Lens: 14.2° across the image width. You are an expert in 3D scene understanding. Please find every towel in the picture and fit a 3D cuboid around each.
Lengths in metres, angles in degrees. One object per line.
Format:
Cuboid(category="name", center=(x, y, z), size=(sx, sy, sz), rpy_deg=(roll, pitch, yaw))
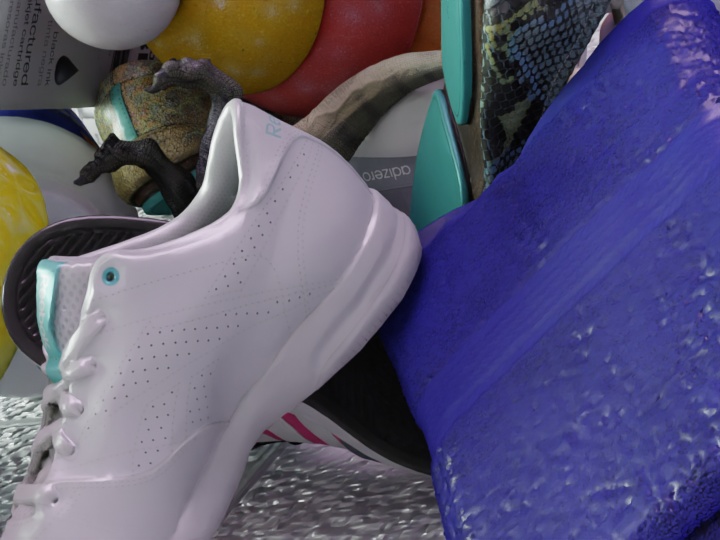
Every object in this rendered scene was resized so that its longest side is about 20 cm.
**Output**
Cuboid(category="towel", center=(0.079, 0.021, 0.832), size=(0.148, 0.050, 0.200), rpy_deg=(-46, 30, 19))

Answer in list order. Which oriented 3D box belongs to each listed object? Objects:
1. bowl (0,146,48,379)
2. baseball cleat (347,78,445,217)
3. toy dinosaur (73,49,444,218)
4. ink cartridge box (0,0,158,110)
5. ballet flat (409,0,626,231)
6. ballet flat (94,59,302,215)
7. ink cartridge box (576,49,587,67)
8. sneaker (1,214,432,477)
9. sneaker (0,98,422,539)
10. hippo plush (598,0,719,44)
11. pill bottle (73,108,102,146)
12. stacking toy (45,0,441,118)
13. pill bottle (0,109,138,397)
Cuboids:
Cuboid(category="bowl", center=(-0.220, 0.005, 1.025), size=(0.200, 0.108, 0.200), rpy_deg=(-26, 39, 24))
Cuboid(category="baseball cleat", center=(0.000, 0.000, 1.099), size=(0.070, 0.107, 0.200), rpy_deg=(-12, -18, -34))
Cuboid(category="toy dinosaur", center=(-0.050, -0.031, 1.051), size=(0.200, 0.088, 0.047), rpy_deg=(-50, 5, 23))
Cuboid(category="ink cartridge box", center=(-0.129, -0.140, 1.133), size=(0.084, 0.144, 0.200), rpy_deg=(13, 8, 17))
Cuboid(category="ballet flat", center=(0.055, -0.051, 0.948), size=(0.074, 0.200, 0.074), rpy_deg=(2, 56, -3))
Cuboid(category="ballet flat", center=(-0.051, -0.053, 1.192), size=(0.071, 0.071, 0.200), rpy_deg=(-7, -6, 21))
Cuboid(category="ink cartridge box", center=(0.086, -0.127, 1.192), size=(0.047, 0.160, 0.200), rpy_deg=(8, -6, -12))
Cuboid(category="sneaker", center=(-0.019, 0.034, 0.987), size=(0.200, 0.084, 0.121), rpy_deg=(13, -7, 1))
Cuboid(category="sneaker", center=(-0.073, 0.038, 0.878), size=(0.200, 0.088, 0.075), rpy_deg=(-53, 21, -14))
Cuboid(category="hippo plush", center=(0.170, -0.077, 1.057), size=(0.161, 0.160, 0.200), rpy_deg=(-1, -2, 3))
Cuboid(category="pill bottle", center=(-0.041, -0.087, 1.336), size=(0.200, 0.114, 0.114), rpy_deg=(2, 22, 41))
Cuboid(category="stacking toy", center=(-0.037, -0.113, 1.088), size=(0.146, 0.146, 0.200), rpy_deg=(1, 5, 41))
Cuboid(category="pill bottle", center=(-0.148, -0.014, 1.182), size=(0.112, 0.112, 0.200), rpy_deg=(-16, 17, -10))
